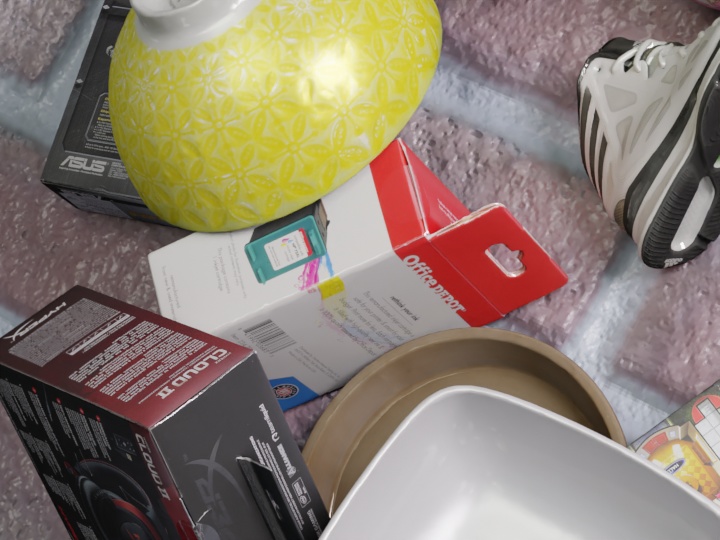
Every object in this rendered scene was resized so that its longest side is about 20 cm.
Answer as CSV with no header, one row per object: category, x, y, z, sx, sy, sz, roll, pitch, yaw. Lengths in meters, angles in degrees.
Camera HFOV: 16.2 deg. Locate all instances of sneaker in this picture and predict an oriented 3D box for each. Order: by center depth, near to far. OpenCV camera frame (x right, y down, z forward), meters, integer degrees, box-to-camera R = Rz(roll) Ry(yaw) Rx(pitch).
sneaker,0.170,-0.111,1.335,0.115,0.075,0.201,51,127,36

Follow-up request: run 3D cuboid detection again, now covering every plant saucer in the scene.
plant saucer,0.055,0.129,1.357,0.199,0.029,0.201,-9,67,22

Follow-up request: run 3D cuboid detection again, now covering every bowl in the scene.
bowl,0.075,0.175,1.229,0.199,0.075,0.200,28,74,22
bowl,-0.065,-0.130,1.377,0.200,0.108,0.201,-20,41,18

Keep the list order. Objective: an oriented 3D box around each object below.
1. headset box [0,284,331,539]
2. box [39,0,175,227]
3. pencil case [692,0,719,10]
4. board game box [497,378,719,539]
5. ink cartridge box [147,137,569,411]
headset box,-0.098,0.104,1.328,0.075,0.149,0.200,-37,29,-25
box,-0.077,-0.101,1.500,0.199,0.048,0.159,10,74,29
pencil case,0.256,-0.158,1.337,0.200,0.086,0.083,26,87,30
board game box,0.174,0.125,1.282,0.200,0.023,0.105,-36,70,0
ink cartridge box,0.000,0.000,1.383,0.199,0.116,0.067,-24,60,15
